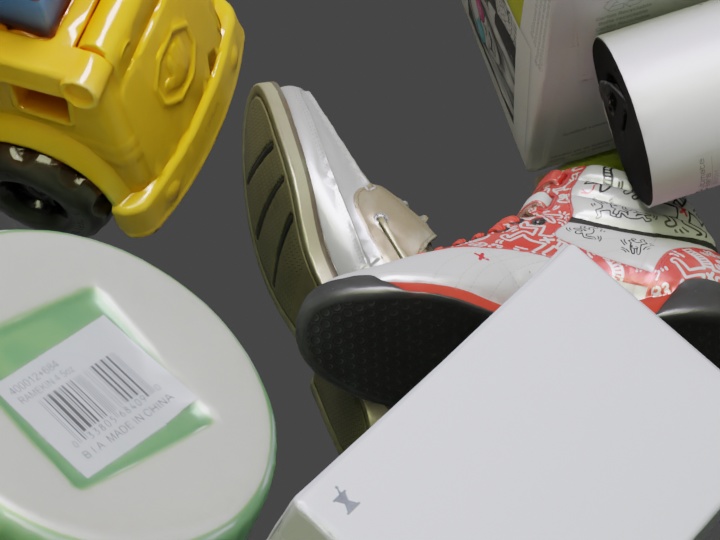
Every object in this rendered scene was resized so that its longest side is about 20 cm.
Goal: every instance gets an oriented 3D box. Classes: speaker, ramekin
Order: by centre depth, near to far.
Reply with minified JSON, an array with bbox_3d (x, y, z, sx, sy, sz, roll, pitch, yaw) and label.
[{"bbox_3d":[-0.132,0.077,1.170,0.199,0.098,0.201,18,41,-17],"label":"ramekin"},{"bbox_3d":[0.205,-0.094,1.210,0.199,0.081,0.082,-17,67,-4],"label":"speaker"}]

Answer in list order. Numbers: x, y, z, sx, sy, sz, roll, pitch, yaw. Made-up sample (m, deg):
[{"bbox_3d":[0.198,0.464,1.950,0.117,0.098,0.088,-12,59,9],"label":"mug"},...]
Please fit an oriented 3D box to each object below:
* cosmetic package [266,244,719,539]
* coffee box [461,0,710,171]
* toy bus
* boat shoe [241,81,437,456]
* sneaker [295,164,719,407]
[{"bbox_3d":[0.038,0.130,1.097,0.123,0.200,0.199,40,47,10],"label":"cosmetic package"},{"bbox_3d":[0.143,-0.200,1.282,0.199,0.200,0.198,-17,66,-7],"label":"coffee box"},{"bbox_3d":[-0.172,-0.124,1.248,0.199,0.192,0.136,16,68,16],"label":"toy bus"},{"bbox_3d":[0.000,0.000,1.272,0.068,0.075,0.201,-10,65,-21],"label":"boat shoe"},{"bbox_3d":[0.066,0.005,1.220,0.200,0.067,0.108,0,37,-9],"label":"sneaker"}]
